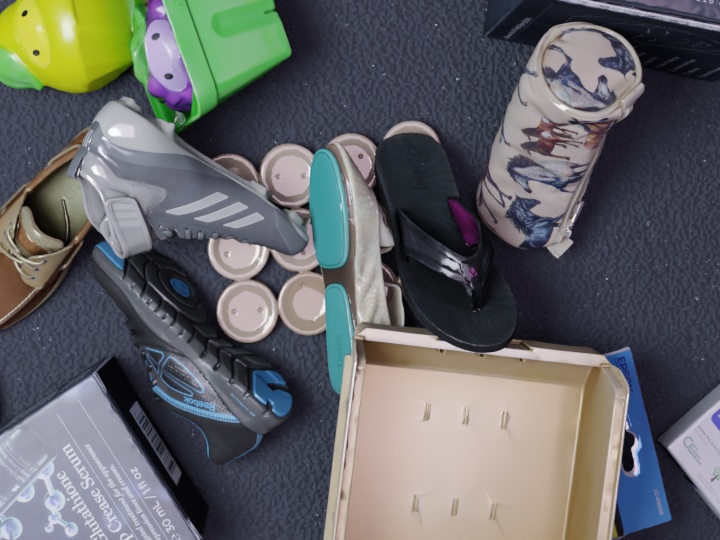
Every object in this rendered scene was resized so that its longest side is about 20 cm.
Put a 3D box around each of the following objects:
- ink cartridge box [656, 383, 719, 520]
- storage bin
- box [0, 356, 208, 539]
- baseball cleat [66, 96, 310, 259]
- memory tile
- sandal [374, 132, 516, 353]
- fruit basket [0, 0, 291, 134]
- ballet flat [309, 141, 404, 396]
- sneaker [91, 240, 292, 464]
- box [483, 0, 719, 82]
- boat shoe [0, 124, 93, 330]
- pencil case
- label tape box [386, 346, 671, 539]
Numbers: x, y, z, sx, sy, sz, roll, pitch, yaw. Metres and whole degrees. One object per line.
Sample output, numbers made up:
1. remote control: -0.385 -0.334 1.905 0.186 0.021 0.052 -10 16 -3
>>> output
1. ink cartridge box: 0.346 0.112 1.110 0.199 0.039 0.100 -39 94 1
2. storage bin: 0.080 0.151 1.002 0.197 0.094 0.201 6 95 -5
3. box: -0.238 0.185 1.046 0.199 0.107 0.149 -33 95 0
4. baseball cleat: -0.130 -0.043 1.015 0.199 0.070 0.107 34 84 -32
5. memory tile: -0.024 -0.029 1.093 0.197 0.017 0.155 -10 93 -3
6. sandal: 0.057 -0.028 1.012 0.074 0.048 0.202 -14 58 -14
7. fruit basket: -0.178 -0.196 1.020 0.213 0.155 0.219 1 87 -20
8. ballet flat: 0.000 0.000 1.066 0.062 0.067 0.203 -8 98 -31
9. sneaker: -0.146 0.063 1.062 0.200 0.073 0.082 47 114 6
10. box: 0.206 -0.225 1.004 0.194 0.200 0.126 8 91 -4
11. boat shoe: -0.243 -0.033 1.040 0.075 0.074 0.200 40 102 -4
12. pencil case: 0.145 -0.094 1.010 0.089 0.201 0.078 34 62 11
13. label tape box: 0.129 0.151 1.087 0.198 0.066 0.145 -15 94 -5
